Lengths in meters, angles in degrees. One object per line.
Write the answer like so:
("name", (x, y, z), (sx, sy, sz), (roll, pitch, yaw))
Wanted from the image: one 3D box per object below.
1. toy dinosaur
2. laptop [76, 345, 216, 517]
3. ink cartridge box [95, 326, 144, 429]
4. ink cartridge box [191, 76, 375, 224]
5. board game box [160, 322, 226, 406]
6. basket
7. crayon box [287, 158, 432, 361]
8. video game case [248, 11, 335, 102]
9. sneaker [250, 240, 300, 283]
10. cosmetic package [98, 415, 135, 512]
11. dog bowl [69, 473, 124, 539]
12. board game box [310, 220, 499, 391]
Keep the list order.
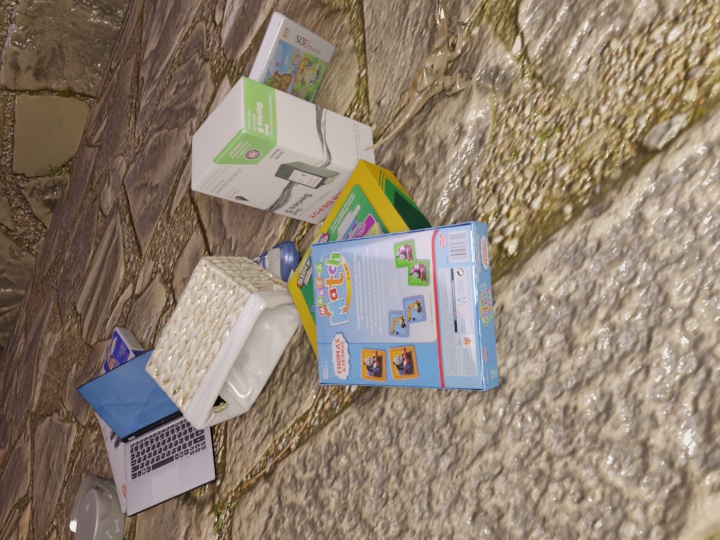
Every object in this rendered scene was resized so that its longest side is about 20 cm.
("toy dinosaur", (0.080, -0.222, 0.778), (0.202, 0.058, 0.101), (-66, 20, 0))
("laptop", (-0.347, 0.261, 1.067), (0.186, 0.116, 0.202), (-26, 57, 18))
("ink cartridge box", (-0.531, 0.250, 1.464), (0.199, 0.047, 0.200), (25, 97, 54))
("ink cartridge box", (-0.099, -0.146, 0.861), (0.145, 0.198, 0.085), (-32, 55, 45))
("board game box", (-0.243, 0.133, 1.045), (0.104, 0.024, 0.201), (-33, 50, -5))
("basket", (-0.183, 0.090, 0.902), (0.123, 0.135, 0.202), (34, 103, 19))
("crayon box", (0.000, 0.000, 0.789), (0.201, 0.058, 0.173), (-57, 37, 24))
("video game case", (-0.115, -0.254, 0.967), (0.022, 0.182, 0.202), (29, 105, 15))
("sneaker", (-0.167, 0.020, 0.994), (0.200, 0.087, 0.076), (-42, 44, 37))
("cosmetic package", (-0.422, 0.318, 1.223), (0.151, 0.051, 0.202), (-53, 53, 41))
("dog bowl", (-0.540, 0.522, 1.357), (0.199, 0.058, 0.203), (-26, 57, 47))
("board game box", (0.037, 0.039, 0.665), (0.198, 0.036, 0.154), (-5, 88, 37))
